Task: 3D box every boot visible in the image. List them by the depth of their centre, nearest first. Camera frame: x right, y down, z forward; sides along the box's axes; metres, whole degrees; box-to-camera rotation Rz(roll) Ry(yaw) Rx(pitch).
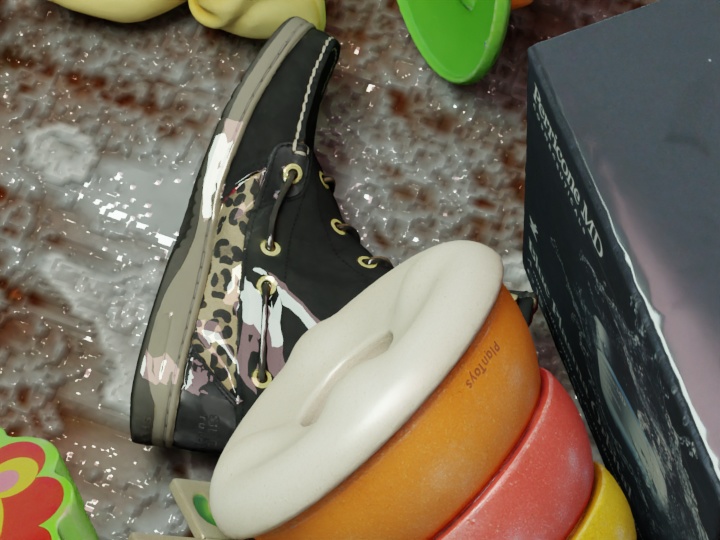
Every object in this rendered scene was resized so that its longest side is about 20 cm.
[{"bbox_3d":[0.000,0.000,1.229,0.150,0.073,0.201,17,62,5],"label":"boot"}]

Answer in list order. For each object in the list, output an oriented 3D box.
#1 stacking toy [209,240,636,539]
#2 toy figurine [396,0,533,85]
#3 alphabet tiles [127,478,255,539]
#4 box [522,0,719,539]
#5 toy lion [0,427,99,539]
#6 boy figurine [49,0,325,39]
[{"bbox_3d":[0.054,0.102,1.120,0.200,0.146,0.146,46,72,-11],"label":"stacking toy"},{"bbox_3d":[0.106,-0.184,1.300,0.183,0.151,0.200,-11,40,-18],"label":"toy figurine"},{"bbox_3d":[0.013,0.141,1.117,0.199,0.006,0.167,9,33,-36],"label":"alphabet tiles"},{"bbox_3d":[0.148,0.021,1.145,0.117,0.200,0.197,-19,66,-7],"label":"box"},{"bbox_3d":[-0.196,0.127,1.043,0.191,0.069,0.200,10,46,38],"label":"toy lion"},{"bbox_3d":[-0.101,-0.160,1.309,0.200,0.065,0.124,39,70,20],"label":"boy figurine"}]
